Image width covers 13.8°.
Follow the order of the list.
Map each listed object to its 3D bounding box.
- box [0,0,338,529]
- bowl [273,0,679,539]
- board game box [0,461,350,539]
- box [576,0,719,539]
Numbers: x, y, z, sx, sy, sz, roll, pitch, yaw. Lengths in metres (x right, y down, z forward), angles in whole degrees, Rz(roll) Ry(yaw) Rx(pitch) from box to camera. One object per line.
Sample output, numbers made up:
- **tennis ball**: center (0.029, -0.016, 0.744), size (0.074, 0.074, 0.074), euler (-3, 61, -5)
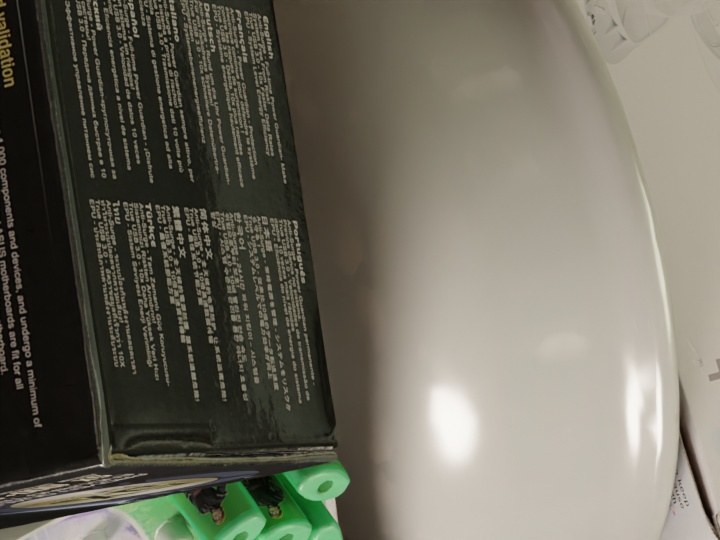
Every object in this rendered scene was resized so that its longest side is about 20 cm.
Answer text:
- **box**: center (-0.107, -0.045, 0.600), size (0.086, 0.164, 0.200), euler (5, 74, -60)
- **bowl**: center (0.000, 0.000, 0.790), size (0.090, 0.201, 0.201), euler (-15, 111, -17)
- **board game box**: center (-0.083, 0.136, 0.690), size (0.200, 0.026, 0.200), euler (-27, 143, -16)
- **box**: center (0.076, -0.021, 0.843), size (0.097, 0.176, 0.200), euler (-14, 84, -20)
